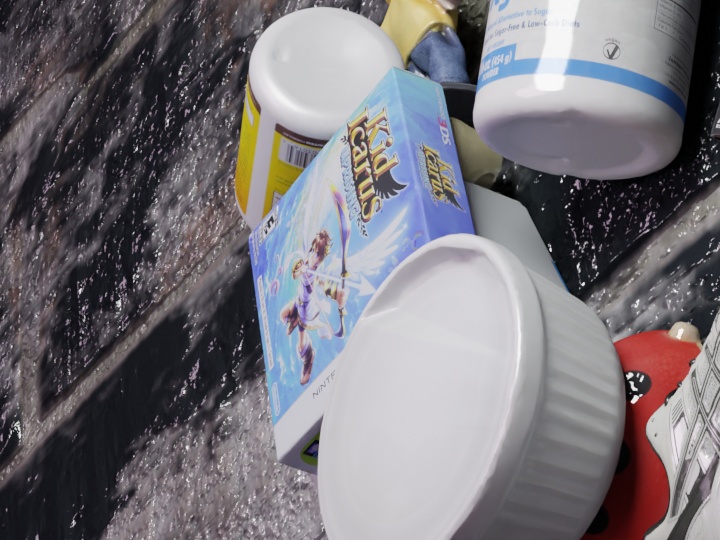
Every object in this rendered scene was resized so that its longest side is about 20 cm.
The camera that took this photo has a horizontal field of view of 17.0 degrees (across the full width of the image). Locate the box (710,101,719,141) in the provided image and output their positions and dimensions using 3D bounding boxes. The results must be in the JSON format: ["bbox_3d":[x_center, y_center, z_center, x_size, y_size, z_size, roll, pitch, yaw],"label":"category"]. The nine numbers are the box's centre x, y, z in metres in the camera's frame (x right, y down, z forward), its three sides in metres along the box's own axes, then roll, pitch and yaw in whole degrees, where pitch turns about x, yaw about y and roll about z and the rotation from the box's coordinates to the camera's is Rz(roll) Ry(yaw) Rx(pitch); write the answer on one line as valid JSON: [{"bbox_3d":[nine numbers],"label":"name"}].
[{"bbox_3d":[0.290,-0.137,1.321,0.200,0.050,0.159,7,79,59],"label":"box"}]

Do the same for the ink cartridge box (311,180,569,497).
[{"bbox_3d":[0.045,0.061,1.572,0.200,0.086,0.147,-54,34,24],"label":"ink cartridge box"}]

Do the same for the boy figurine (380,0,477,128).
[{"bbox_3d":[0.048,-0.165,1.715,0.201,0.064,0.125,-100,19,-45],"label":"boy figurine"}]

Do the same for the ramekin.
[{"bbox_3d":[0.067,0.088,1.369,0.202,0.094,0.203,-38,43,46],"label":"ramekin"}]

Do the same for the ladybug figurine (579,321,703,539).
[{"bbox_3d":[0.143,0.120,1.391,0.136,0.072,0.201,26,95,60],"label":"ladybug figurine"}]

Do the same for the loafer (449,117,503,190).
[{"bbox_3d":[0.041,-0.026,1.650,0.200,0.068,0.076,119,156,-48],"label":"loafer"}]

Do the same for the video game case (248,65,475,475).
[{"bbox_3d":[0.000,0.000,1.552,0.181,0.045,0.201,-47,37,34],"label":"video game case"}]

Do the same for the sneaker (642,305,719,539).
[{"bbox_3d":[0.193,0.068,1.296,0.087,0.075,0.201,3,83,38],"label":"sneaker"}]

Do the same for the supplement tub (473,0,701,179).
[{"bbox_3d":[0.146,-0.169,1.493,0.132,0.131,0.201,-15,61,55],"label":"supplement tub"}]

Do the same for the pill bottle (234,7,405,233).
[{"bbox_3d":[-0.032,-0.085,1.703,0.200,0.109,0.110,103,167,-56],"label":"pill bottle"}]
